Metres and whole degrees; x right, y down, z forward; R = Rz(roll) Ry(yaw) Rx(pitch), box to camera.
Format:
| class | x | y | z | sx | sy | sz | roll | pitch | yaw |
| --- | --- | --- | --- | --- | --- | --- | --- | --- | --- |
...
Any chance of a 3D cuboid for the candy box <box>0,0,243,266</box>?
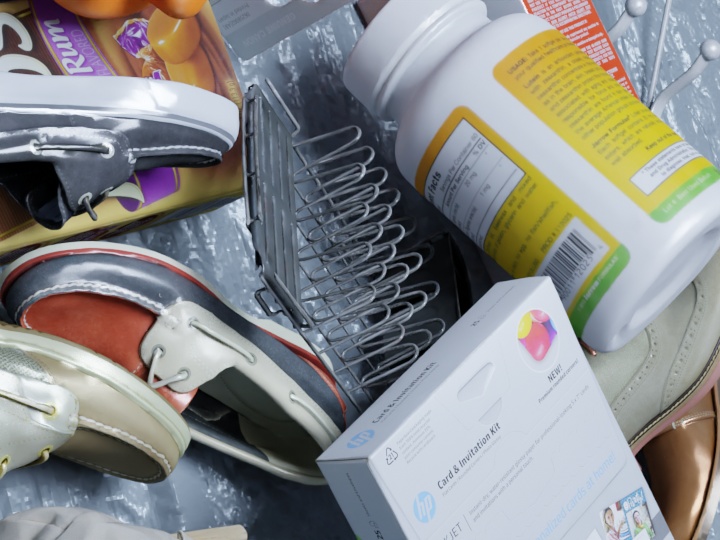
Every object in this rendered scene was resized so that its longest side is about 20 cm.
| class | x | y | z | sx | sy | sz | roll | pitch | yaw |
| --- | --- | --- | --- | --- | --- | --- | --- | --- | --- |
| candy box | -0.146 | -0.071 | 1.070 | 0.200 | 0.056 | 0.117 | -18 | 86 | -42 |

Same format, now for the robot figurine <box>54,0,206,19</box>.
| class | x | y | z | sx | sy | sz | roll | pitch | yaw |
| --- | --- | --- | --- | --- | --- | --- | --- | --- | --- |
| robot figurine | -0.141 | -0.197 | 1.050 | 0.144 | 0.117 | 0.200 | -27 | 51 | -34 |

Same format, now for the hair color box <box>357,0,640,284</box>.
| class | x | y | z | sx | sy | sz | roll | pitch | yaw |
| --- | --- | --- | --- | --- | --- | --- | --- | --- | --- |
| hair color box | 0.093 | -0.089 | 1.247 | 0.064 | 0.111 | 0.200 | -26 | 90 | -45 |

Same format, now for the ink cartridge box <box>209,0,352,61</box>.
| class | x | y | z | sx | sy | sz | roll | pitch | yaw |
| --- | --- | --- | --- | --- | --- | --- | --- | --- | --- |
| ink cartridge box | -0.068 | -0.220 | 1.125 | 0.200 | 0.163 | 0.057 | 48 | 53 | -16 |

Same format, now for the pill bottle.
| class | x | y | z | sx | sy | sz | roll | pitch | yaw |
| --- | --- | --- | --- | --- | --- | --- | --- | --- | --- |
| pill bottle | 0.089 | -0.062 | 1.145 | 0.200 | 0.111 | 0.111 | 43 | 45 | 14 |

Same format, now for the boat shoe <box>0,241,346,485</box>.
| class | x | y | z | sx | sy | sz | roll | pitch | yaw |
| --- | --- | --- | --- | --- | --- | --- | --- | --- | --- |
| boat shoe | -0.085 | 0.047 | 1.060 | 0.200 | 0.071 | 0.063 | 28 | 38 | -37 |

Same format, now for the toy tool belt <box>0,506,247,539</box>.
| class | x | y | z | sx | sy | sz | roll | pitch | yaw |
| --- | --- | --- | --- | --- | --- | --- | --- | --- | --- |
| toy tool belt | -0.122 | 0.191 | 0.931 | 0.125 | 0.200 | 0.123 | 34 | 7 | 23 |

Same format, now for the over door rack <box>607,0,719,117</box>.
| class | x | y | z | sx | sy | sz | roll | pitch | yaw |
| --- | --- | --- | --- | --- | --- | --- | --- | --- | --- |
| over door rack | 0.151 | -0.176 | 1.364 | 0.148 | 0.067 | 0.200 | 24 | 59 | -33 |

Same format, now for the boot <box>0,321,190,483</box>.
| class | x | y | z | sx | sy | sz | roll | pitch | yaw |
| --- | --- | --- | --- | --- | --- | --- | --- | --- | --- |
| boot | -0.175 | 0.097 | 0.966 | 0.200 | 0.072 | 0.155 | 26 | 58 | -28 |

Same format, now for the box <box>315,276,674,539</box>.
| class | x | y | z | sx | sy | sz | roll | pitch | yaw |
| --- | --- | --- | --- | --- | --- | --- | --- | --- | --- |
| box | 0.078 | 0.129 | 1.067 | 0.156 | 0.041 | 0.200 | -43 | 114 | -38 |

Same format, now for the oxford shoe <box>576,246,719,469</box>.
| class | x | y | z | sx | sy | sz | roll | pitch | yaw |
| --- | --- | --- | --- | --- | --- | --- | --- | --- | --- |
| oxford shoe | 0.141 | 0.048 | 1.197 | 0.074 | 0.071 | 0.200 | 28 | 98 | -28 |

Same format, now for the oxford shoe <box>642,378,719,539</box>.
| class | x | y | z | sx | sy | sz | roll | pitch | yaw |
| --- | --- | --- | --- | --- | --- | --- | --- | --- | --- |
| oxford shoe | 0.178 | 0.088 | 1.295 | 0.071 | 0.071 | 0.200 | 11 | 63 | -7 |

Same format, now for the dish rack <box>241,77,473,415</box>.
| class | x | y | z | sx | sy | sz | roll | pitch | yaw |
| --- | --- | --- | --- | --- | --- | --- | --- | --- | --- |
| dish rack | 0.000 | 0.000 | 1.105 | 0.153 | 0.055 | 0.200 | -97 | 159 | -44 |

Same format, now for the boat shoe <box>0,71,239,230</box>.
| class | x | y | z | sx | sy | sz | roll | pitch | yaw |
| --- | --- | --- | --- | --- | --- | --- | --- | --- | --- |
| boat shoe | -0.141 | -0.051 | 0.984 | 0.200 | 0.070 | 0.066 | 3 | 80 | -40 |
